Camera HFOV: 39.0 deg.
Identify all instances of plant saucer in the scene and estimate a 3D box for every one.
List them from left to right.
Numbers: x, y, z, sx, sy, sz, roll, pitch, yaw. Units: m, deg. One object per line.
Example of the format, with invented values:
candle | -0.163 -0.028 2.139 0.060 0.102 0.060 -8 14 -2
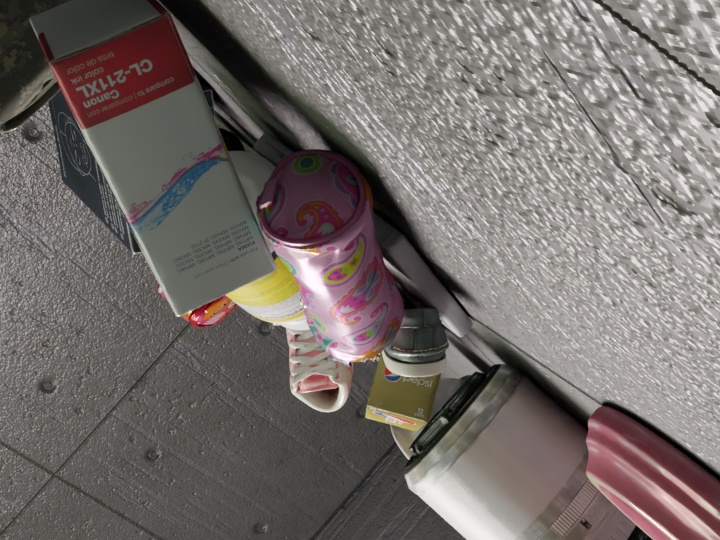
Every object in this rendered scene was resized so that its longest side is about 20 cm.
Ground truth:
plant saucer | 0.242 0.184 0.756 0.200 0.051 0.201 41 177 3

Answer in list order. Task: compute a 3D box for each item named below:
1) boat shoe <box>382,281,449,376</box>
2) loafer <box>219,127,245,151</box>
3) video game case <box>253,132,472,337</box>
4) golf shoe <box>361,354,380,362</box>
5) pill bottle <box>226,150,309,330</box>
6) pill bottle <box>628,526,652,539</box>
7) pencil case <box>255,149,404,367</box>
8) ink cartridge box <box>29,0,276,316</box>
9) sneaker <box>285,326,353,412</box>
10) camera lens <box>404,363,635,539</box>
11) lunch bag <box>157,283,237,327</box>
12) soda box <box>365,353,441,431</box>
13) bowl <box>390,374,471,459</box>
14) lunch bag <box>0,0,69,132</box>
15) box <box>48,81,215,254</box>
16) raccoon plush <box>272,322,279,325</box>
boat shoe | 0.032 0.034 0.929 0.200 0.073 0.062 -129 35 -69
loafer | -0.149 -0.059 1.139 0.076 0.068 0.200 4 -113 -41
video game case | 0.006 -0.029 0.928 0.182 0.022 0.200 39 176 33
golf shoe | 0.018 0.055 1.205 0.097 0.078 0.200 54 -166 27
pill bottle | -0.085 -0.018 0.936 0.114 0.114 0.200 40 176 26
pill bottle | 0.256 0.274 1.162 0.200 0.112 0.112 41 176 -2
pencil case | -0.019 -0.004 0.767 0.087 0.087 0.200 40 164 26
ink cartridge box | -0.146 -0.089 0.722 0.146 0.083 0.200 48 161 58
sneaker | -0.051 0.076 1.168 0.105 0.075 0.200 -84 -18 -55
camera lens | 0.156 0.204 1.002 0.200 0.160 0.160 41 176 5
lunch bag | -0.152 -0.021 1.262 0.082 0.200 0.176 43 179 4
soda box | 0.046 0.138 1.142 0.068 0.064 0.200 15 169 3
bowl | 0.146 0.195 1.279 0.201 0.090 0.201 23 -159 -10
lunch bag | -0.315 -0.217 0.939 0.118 0.164 0.200 45 176 -17
box | -0.232 -0.133 1.034 0.200 0.107 0.149 38 139 45
raccoon plush | -0.084 0.017 1.271 0.200 0.097 0.134 -14 120 39
